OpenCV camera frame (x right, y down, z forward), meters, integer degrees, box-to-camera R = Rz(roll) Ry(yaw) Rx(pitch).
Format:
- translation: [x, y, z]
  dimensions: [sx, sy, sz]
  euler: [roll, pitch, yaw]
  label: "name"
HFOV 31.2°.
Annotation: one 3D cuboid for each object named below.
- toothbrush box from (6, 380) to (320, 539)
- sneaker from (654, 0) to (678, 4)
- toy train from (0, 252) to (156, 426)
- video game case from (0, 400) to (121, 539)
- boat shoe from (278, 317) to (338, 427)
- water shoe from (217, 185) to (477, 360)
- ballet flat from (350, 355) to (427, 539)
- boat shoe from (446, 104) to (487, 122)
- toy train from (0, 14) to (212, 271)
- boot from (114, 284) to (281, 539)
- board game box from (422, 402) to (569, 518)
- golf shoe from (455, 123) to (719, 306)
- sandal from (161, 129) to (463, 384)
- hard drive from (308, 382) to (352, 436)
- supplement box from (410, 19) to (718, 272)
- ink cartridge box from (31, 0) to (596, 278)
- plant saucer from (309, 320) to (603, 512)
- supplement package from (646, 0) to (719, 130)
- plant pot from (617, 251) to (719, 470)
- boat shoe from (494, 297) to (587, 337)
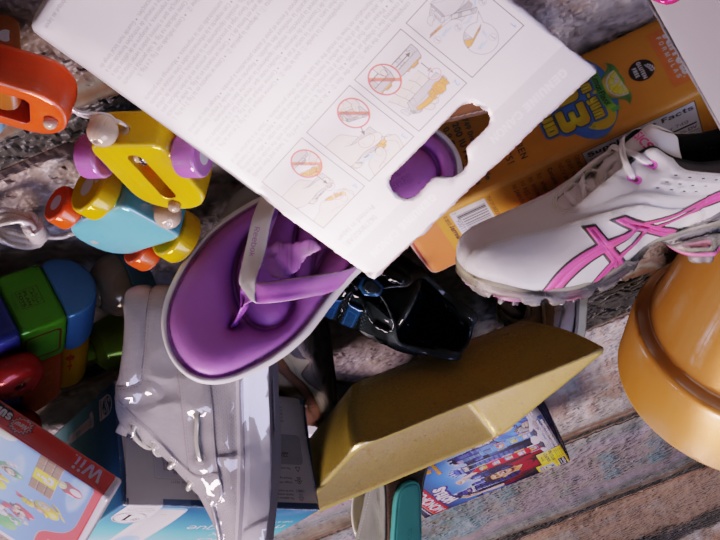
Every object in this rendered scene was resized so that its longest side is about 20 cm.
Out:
- translation: [-0.145, 0.156, 0.901]
  dimensions: [0.146, 0.085, 0.200]
  euler: [9, 150, -35]
  label: "toothbrush box"
- translation: [0.074, -0.166, 0.594]
  dimensions: [0.200, 0.075, 0.081]
  euler: [-4, 148, -22]
  label: "sneaker"
- translation: [-0.196, 0.062, 0.828]
  dimensions: [0.116, 0.085, 0.200]
  euler: [-20, 154, -26]
  label: "toy train"
- translation: [-0.246, 0.103, 0.777]
  dimensions: [0.200, 0.017, 0.143]
  euler: [34, 142, -2]
  label: "video game case"
- translation: [-0.060, 0.059, 0.907]
  dimensions: [0.072, 0.076, 0.200]
  euler: [-10, 149, 6]
  label: "boat shoe"
- translation: [0.000, 0.000, 0.798]
  dimensions: [0.200, 0.079, 0.072]
  euler: [27, 84, -45]
  label: "water shoe"
- translation: [0.024, 0.158, 1.040]
  dimensions: [0.064, 0.200, 0.067]
  euler: [14, -172, 42]
  label: "ballet flat"
- translation: [0.009, -0.089, 0.692]
  dimensions: [0.200, 0.068, 0.072]
  euler: [-8, 148, -20]
  label: "boat shoe"
- translation: [-0.147, -0.067, 0.664]
  dimensions: [0.150, 0.056, 0.200]
  euler: [13, 157, -2]
  label: "toy train"
- translation: [-0.099, 0.100, 0.778]
  dimensions: [0.095, 0.200, 0.074]
  euler: [1, -165, 2]
  label: "boot"
- translation: [0.068, 0.152, 1.139]
  dimensions: [0.200, 0.062, 0.200]
  euler: [-22, 151, 8]
  label: "board game box"
- translation: [0.146, -0.043, 0.731]
  dimensions: [0.200, 0.073, 0.092]
  euler: [-16, 125, -9]
  label: "golf shoe"
- translation: [-0.030, -0.020, 0.714]
  dimensions: [0.203, 0.082, 0.050]
  euler: [-41, 172, -12]
  label: "sandal"
- translation: [-0.104, 0.131, 1.030]
  dimensions: [0.200, 0.038, 0.140]
  euler: [14, 137, -43]
  label: "hard drive"
- translation: [0.114, -0.076, 0.778]
  dimensions: [0.200, 0.067, 0.069]
  euler: [-24, 147, 8]
  label: "supplement box"
- translation: [-0.022, -0.108, 0.565]
  dimensions: [0.200, 0.050, 0.161]
  euler: [35, 127, -16]
  label: "ink cartridge box"
- translation: [0.046, 0.101, 0.918]
  dimensions: [0.200, 0.049, 0.200]
  euler: [-18, 163, -25]
  label: "plant saucer"
- translation: [0.245, -0.132, 0.620]
  dimensions: [0.111, 0.200, 0.156]
  euler: [-3, 147, -27]
  label: "supplement package"
- translation: [0.307, 0.020, 0.946]
  dimensions: [0.200, 0.200, 0.183]
  euler: [-9, 133, -17]
  label: "plant pot"
- translation: [0.128, 0.011, 0.933]
  dimensions: [0.068, 0.075, 0.200]
  euler: [-7, 142, -8]
  label: "boat shoe"
